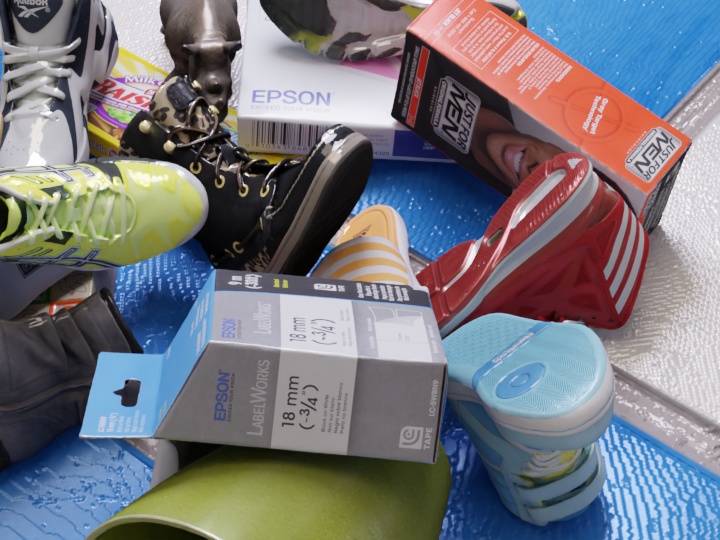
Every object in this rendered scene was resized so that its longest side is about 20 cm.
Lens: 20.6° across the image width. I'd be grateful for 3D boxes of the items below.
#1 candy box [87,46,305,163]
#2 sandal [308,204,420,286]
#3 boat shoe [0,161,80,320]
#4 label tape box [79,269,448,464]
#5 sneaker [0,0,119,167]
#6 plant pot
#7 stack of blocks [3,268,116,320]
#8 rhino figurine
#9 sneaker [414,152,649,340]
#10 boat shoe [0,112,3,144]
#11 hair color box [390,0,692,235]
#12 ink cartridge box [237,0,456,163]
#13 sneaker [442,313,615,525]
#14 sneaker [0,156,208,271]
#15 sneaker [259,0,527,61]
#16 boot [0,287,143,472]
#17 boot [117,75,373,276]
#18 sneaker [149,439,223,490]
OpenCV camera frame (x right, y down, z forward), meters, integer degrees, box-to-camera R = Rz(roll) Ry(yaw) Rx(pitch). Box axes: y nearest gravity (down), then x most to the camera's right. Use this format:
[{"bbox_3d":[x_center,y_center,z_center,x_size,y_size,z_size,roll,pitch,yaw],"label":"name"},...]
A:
[{"bbox_3d":[-0.146,-0.103,1.471,0.199,0.027,0.102,30,41,30],"label":"candy box"},{"bbox_3d":[-0.007,0.005,1.310,0.079,0.059,0.207,-37,26,14],"label":"sandal"},{"bbox_3d":[-0.241,-0.010,1.324,0.199,0.069,0.057,-30,35,-19],"label":"boat shoe"},{"bbox_3d":[-0.055,0.050,1.142,0.198,0.064,0.144,5,16,-4],"label":"label tape box"},{"bbox_3d":[-0.227,-0.147,1.390,0.079,0.130,0.200,8,51,17],"label":"sneaker"},{"bbox_3d":[-0.035,0.163,1.156,0.186,0.189,0.200,19,39,24],"label":"plant pot"},{"bbox_3d":[-0.233,-0.011,1.401,0.114,0.059,0.201,-6,49,5],"label":"stack of blocks"},{"bbox_3d":[-0.118,-0.174,1.476,0.059,0.088,0.201,0,34,-11],"label":"rhino figurine"},{"bbox_3d":[0.108,0.027,1.301,0.200,0.115,0.079,-41,25,19],"label":"sneaker"},{"bbox_3d":[-0.316,-0.059,1.378,0.199,0.065,0.073,-29,47,44],"label":"boat shoe"},{"bbox_3d":[0.120,-0.098,1.353,0.199,0.102,0.061,35,61,15],"label":"hair color box"},{"bbox_3d":[0.009,-0.166,1.484,0.194,0.044,0.201,2,50,-2],"label":"ink cartridge box"},{"bbox_3d":[0.119,0.100,1.178,0.079,0.131,0.200,-32,15,-9],"label":"sneaker"},{"bbox_3d":[-0.193,-0.030,1.247,0.198,0.076,0.076,-5,10,-10],"label":"sneaker"},{"bbox_3d":[0.021,-0.201,1.450,0.198,0.075,0.085,9,41,-9],"label":"sneaker"},{"bbox_3d":[-0.215,0.039,1.263,0.131,0.201,0.070,-24,50,-7],"label":"boot"},{"bbox_3d":[-0.080,-0.067,1.303,0.151,0.200,0.073,45,59,7],"label":"boot"},{"bbox_3d":[-0.066,0.089,1.249,0.081,0.078,0.200,21,34,11],"label":"sneaker"}]
